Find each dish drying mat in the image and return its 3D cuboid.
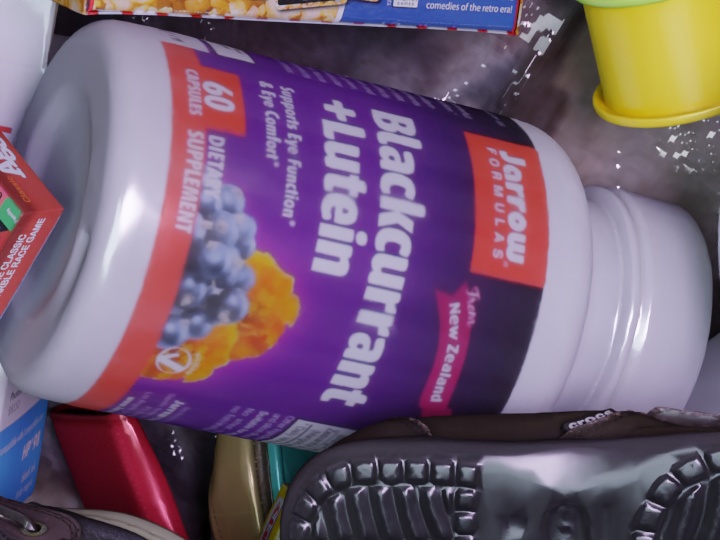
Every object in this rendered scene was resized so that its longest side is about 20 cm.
[{"bbox_3d":[-0.052,0.137,0.903,0.018,0.077,0.201,-22,97,-21],"label":"dish drying mat"}]

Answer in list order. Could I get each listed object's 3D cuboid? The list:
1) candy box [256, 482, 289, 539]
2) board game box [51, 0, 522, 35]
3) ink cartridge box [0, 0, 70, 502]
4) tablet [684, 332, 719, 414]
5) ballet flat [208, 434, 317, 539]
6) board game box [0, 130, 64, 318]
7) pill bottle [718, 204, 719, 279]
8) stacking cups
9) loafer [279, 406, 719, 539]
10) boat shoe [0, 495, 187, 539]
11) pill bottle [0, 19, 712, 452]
[{"bbox_3d":[0.044,0.152,0.865,0.199,0.026,0.103,25,92,-16],"label":"candy box"},{"bbox_3d":[-0.012,-0.174,0.801,0.151,0.046,0.201,0,105,-31],"label":"board game box"},{"bbox_3d":[-0.153,-0.025,0.886,0.115,0.067,0.201,13,103,8],"label":"ink cartridge box"},{"bbox_3d":[0.182,0.082,0.826,0.130,0.014,0.200,-35,62,15],"label":"tablet"},{"bbox_3d":[-0.019,0.121,0.895,0.063,0.069,0.201,-16,96,30],"label":"ballet flat"},{"bbox_3d":[-0.170,-0.047,0.815,0.200,0.019,0.103,49,123,26],"label":"board game box"},{"bbox_3d":[0.211,-0.008,0.769,0.199,0.116,0.117,-1,101,-15],"label":"pill bottle"},{"bbox_3d":[0.079,-0.145,0.805,0.060,0.061,0.201,-9,113,11],"label":"stacking cups"},{"bbox_3d":[0.079,0.065,0.759,0.199,0.071,0.073,7,107,2],"label":"loafer"},{"bbox_3d":[-0.114,0.100,0.809,0.199,0.065,0.074,17,106,27],"label":"boat shoe"},{"bbox_3d":[0.000,0.000,0.813,0.199,0.111,0.112,12,104,-23],"label":"pill bottle"}]
